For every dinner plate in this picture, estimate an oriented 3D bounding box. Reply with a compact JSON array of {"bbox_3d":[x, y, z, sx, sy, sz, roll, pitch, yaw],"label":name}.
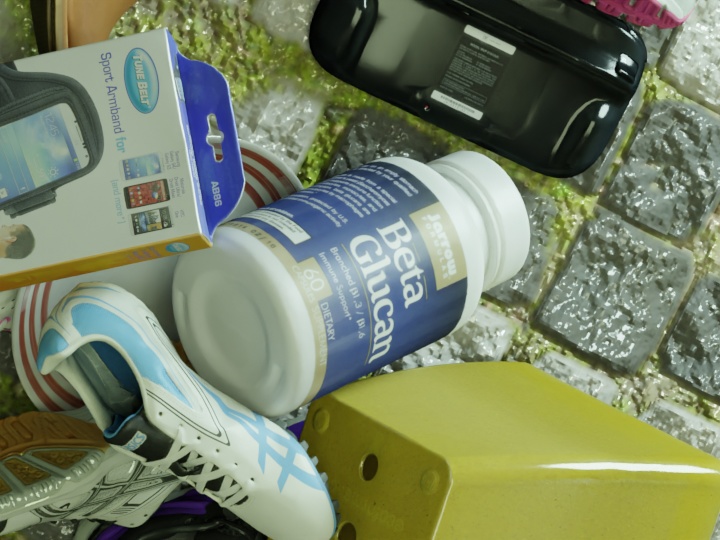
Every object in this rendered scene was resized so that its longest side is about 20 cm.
[{"bbox_3d":[-0.115,0.008,1.713,0.199,0.024,0.201,-18,128,-25],"label":"dinner plate"}]

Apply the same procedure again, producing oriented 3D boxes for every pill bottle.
[{"bbox_3d":[0.000,0.000,1.697,0.200,0.111,0.112,-25,108,-37],"label":"pill bottle"}]

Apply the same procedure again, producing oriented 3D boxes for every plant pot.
[{"bbox_3d":[0.057,0.161,1.698,0.176,0.200,0.201,13,98,-40],"label":"plant pot"}]

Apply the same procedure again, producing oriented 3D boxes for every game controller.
[{"bbox_3d":[0.070,-0.131,1.760,0.199,0.042,0.105,24,109,-17],"label":"game controller"}]

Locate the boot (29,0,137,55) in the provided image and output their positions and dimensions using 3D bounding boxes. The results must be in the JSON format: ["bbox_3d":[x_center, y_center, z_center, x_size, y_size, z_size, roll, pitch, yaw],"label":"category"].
[{"bbox_3d":[-0.105,-0.183,1.683,0.154,0.074,0.201,1,104,-19],"label":"boot"}]

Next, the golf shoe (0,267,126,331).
[{"bbox_3d":[-0.225,0.005,1.690,0.199,0.073,0.092,-26,108,-8],"label":"golf shoe"}]

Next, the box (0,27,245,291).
[{"bbox_3d":[-0.166,-0.057,1.620,0.199,0.041,0.120,-13,78,7],"label":"box"}]

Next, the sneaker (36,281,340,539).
[{"bbox_3d":[-0.096,0.091,1.625,0.200,0.072,0.073,42,49,-10],"label":"sneaker"}]

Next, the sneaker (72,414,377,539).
[{"bbox_3d":[-0.066,0.152,1.744,0.199,0.100,0.070,-25,108,-7],"label":"sneaker"}]

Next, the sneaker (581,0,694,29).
[{"bbox_3d":[0.132,-0.227,1.720,0.088,0.081,0.200,-45,100,-14],"label":"sneaker"}]

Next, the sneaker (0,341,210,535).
[{"bbox_3d":[-0.154,0.120,1.691,0.199,0.076,0.088,-23,130,-21],"label":"sneaker"}]
